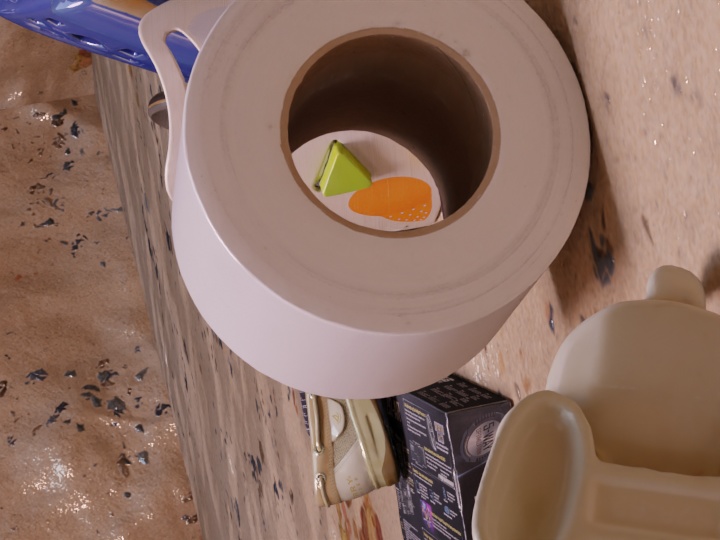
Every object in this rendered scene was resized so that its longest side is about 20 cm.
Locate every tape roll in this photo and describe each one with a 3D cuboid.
[{"bbox_3d":[0.005,-0.047,0.993,0.139,0.200,0.205,116,142,-72],"label":"tape roll"}]

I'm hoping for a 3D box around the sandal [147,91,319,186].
[{"bbox_3d":[-0.076,-0.078,1.414,0.055,0.199,0.082,-61,-18,-10],"label":"sandal"}]

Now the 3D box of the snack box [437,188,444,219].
[{"bbox_3d":[0.058,-0.086,1.143,0.072,0.024,0.202,171,89,-78],"label":"snack box"}]

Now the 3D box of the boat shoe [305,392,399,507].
[{"bbox_3d":[-0.031,0.065,1.355,0.073,0.063,0.202,71,179,-69],"label":"boat shoe"}]

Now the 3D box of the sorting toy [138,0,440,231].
[{"bbox_3d":[-0.046,-0.116,1.244,0.107,0.178,0.202,164,95,-79],"label":"sorting toy"}]

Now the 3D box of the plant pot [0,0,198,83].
[{"bbox_3d":[-0.132,-0.242,1.408,0.180,0.198,0.202,28,100,67],"label":"plant pot"}]

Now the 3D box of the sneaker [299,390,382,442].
[{"bbox_3d":[-0.016,0.047,1.534,0.082,0.069,0.202,-41,-50,-67],"label":"sneaker"}]

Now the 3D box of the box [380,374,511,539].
[{"bbox_3d":[0.063,0.155,1.285,0.200,0.043,0.162,-167,67,-78],"label":"box"}]

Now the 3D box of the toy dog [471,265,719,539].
[{"bbox_3d":[0.104,0.116,0.818,0.201,0.138,0.195,94,175,-51],"label":"toy dog"}]
